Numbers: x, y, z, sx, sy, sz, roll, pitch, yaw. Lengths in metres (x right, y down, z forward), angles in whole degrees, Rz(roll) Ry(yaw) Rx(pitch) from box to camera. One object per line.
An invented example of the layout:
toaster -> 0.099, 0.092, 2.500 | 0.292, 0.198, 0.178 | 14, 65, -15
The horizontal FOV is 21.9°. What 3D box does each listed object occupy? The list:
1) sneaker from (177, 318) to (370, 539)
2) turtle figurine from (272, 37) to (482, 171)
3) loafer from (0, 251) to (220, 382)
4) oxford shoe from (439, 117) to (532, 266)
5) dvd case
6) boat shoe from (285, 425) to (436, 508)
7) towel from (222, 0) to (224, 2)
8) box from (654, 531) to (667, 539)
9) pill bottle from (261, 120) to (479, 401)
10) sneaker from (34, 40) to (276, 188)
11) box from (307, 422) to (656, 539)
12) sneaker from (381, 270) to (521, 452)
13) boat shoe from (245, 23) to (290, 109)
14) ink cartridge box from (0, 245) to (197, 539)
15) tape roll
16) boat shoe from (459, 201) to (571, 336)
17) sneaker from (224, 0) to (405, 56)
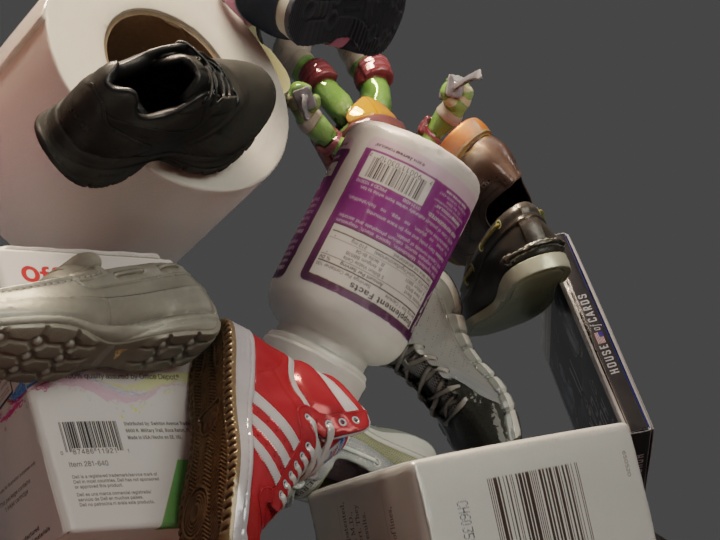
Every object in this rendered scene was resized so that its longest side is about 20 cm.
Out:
sneaker -> -0.052, 0.128, 1.178 | 0.112, 0.071, 0.200 | 26, 42, -26
turtle figurine -> 0.011, -0.153, 1.520 | 0.194, 0.144, 0.200 | 60, -1, 38
loafer -> -0.175, 0.025, 1.146 | 0.200, 0.070, 0.070 | 2, 53, -49
oxford shoe -> 0.099, -0.044, 1.517 | 0.073, 0.200, 0.071 | 41, 76, 20
dvd case -> 0.186, 0.091, 1.486 | 0.025, 0.150, 0.200 | -13, 51, -6
boat shoe -> -0.019, 0.145, 1.329 | 0.202, 0.074, 0.065 | 21, 42, -41
towel -> -0.129, -0.279, 1.549 | 0.200, 0.032, 0.191 | 44, 36, 22
box -> 0.177, 0.261, 1.452 | 0.143, 0.036, 0.200 | 34, 40, -20
pill bottle -> 0.000, 0.000, 1.374 | 0.112, 0.112, 0.200 | 31, 79, -22
sneaker -> -0.114, -0.109, 1.205 | 0.076, 0.091, 0.200 | 55, 37, 9
box -> 0.095, 0.222, 1.272 | 0.199, 0.131, 0.200 | -6, 79, -36
sneaker -> 0.041, 0.081, 1.447 | 0.115, 0.075, 0.200 | 4, 47, -36
boat shoe -> -0.111, -0.181, 1.514 | 0.074, 0.063, 0.202 | -4, 46, -22
ink cartridge box -> -0.175, 0.092, 1.209 | 0.145, 0.084, 0.200 | 4, 58, -42
tape roll -> -0.171, -0.105, 1.329 | 0.202, 0.139, 0.203 | 25, 45, -27
boat shoe -> 0.118, 0.003, 1.483 | 0.072, 0.201, 0.061 | -16, 76, -15
sneaker -> -0.033, -0.209, 1.416 | 0.082, 0.070, 0.200 | 24, 11, 23
